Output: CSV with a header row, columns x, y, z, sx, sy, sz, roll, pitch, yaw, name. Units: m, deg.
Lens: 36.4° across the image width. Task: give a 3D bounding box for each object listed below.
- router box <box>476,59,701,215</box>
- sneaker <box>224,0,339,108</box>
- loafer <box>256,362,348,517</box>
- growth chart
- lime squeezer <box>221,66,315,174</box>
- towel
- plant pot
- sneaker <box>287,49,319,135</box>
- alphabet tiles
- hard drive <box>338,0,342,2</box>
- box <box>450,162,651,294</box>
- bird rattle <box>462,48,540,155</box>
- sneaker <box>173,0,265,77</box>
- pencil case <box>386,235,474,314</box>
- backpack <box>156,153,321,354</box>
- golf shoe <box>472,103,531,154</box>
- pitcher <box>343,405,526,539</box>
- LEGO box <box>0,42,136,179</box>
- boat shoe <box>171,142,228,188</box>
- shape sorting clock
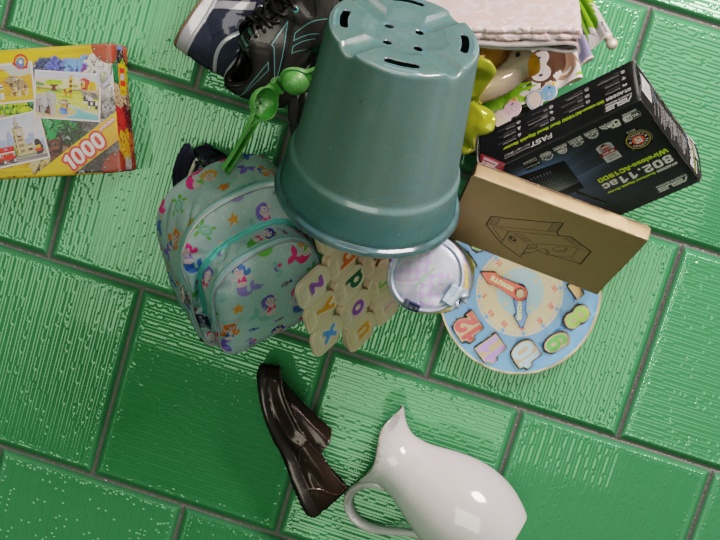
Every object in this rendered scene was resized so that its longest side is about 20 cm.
x,y,z,sx,sy,sz,roll,pitch,yaw,name
0.248,-0.121,1.196,0.199,0.063,0.150,-24,136,31,router box
-0.084,-0.262,1.191,0.078,0.076,0.201,5,130,-32,sneaker
-0.071,0.200,1.347,0.071,0.073,0.202,-22,101,-4,loafer
0.194,-0.244,1.255,0.199,0.018,0.146,-30,54,8,growth chart
-0.081,-0.189,1.184,0.199,0.071,0.038,-37,118,4,lime squeezer
0.142,-0.300,1.214,0.197,0.192,0.033,2,131,3,towel
0.024,-0.151,1.084,0.198,0.201,0.198,14,131,2,plant pot
-0.043,-0.156,1.288,0.081,0.073,0.203,13,108,17,sneaker
0.000,0.000,1.257,0.015,0.201,0.195,28,58,34,alphabet tiles
-0.013,-0.290,1.238,0.032,0.140,0.203,-6,97,-4,hard drive
0.201,-0.043,1.222,0.198,0.164,0.021,20,67,0,box
0.111,-0.229,1.238,0.162,0.200,0.113,-25,130,-9,bird rattle
-0.120,-0.311,1.277,0.108,0.070,0.201,38,104,2,sneaker
0.083,0.003,1.211,0.090,0.200,0.084,22,94,6,pencil case
-0.132,-0.020,1.228,0.176,0.151,0.202,-25,130,-17,backpack
0.176,-0.171,1.269,0.197,0.088,0.078,4,96,4,golf shoe
0.086,0.287,1.330,0.199,0.121,0.173,35,119,9,pitcher
-0.376,-0.187,1.306,0.197,0.077,0.151,-4,97,4,LEGO box
-0.193,-0.058,1.324,0.093,0.074,0.202,44,126,39,boat shoe
0.191,0.025,1.318,0.197,0.039,0.203,0,98,4,shape sorting clock
